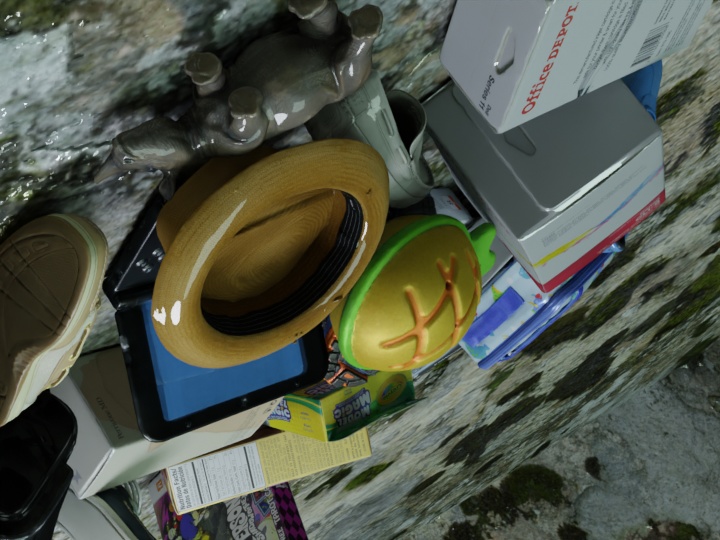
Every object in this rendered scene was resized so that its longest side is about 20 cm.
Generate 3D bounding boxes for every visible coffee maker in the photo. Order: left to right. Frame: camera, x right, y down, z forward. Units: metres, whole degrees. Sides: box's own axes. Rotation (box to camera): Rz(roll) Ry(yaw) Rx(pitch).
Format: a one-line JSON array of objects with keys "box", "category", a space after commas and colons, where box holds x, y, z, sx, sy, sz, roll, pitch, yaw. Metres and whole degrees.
[{"box": [-0.291, 0.210, 0.990, 0.134, 0.193, 0.201, 7, 138, -16], "category": "coffee maker"}]

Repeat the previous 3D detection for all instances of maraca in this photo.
[{"box": [0.048, 0.016, 1.038, 0.200, 0.107, 0.138, -7, 129, -56], "category": "maraca"}]

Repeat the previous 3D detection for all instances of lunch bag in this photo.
[{"box": [0.179, 0.012, 1.342, 0.161, 0.082, 0.200, -41, 175, -36], "category": "lunch bag"}]

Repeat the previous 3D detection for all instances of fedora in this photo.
[{"box": [-0.071, -0.026, 0.884, 0.200, 0.082, 0.201, -32, 145, -26], "category": "fedora"}]

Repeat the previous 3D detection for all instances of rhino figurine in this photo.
[{"box": [-0.076, -0.102, 0.798, 0.199, 0.060, 0.087, -31, 170, -2], "category": "rhino figurine"}]

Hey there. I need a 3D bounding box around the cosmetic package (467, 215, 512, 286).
[{"box": [0.095, 0.005, 1.280, 0.200, 0.052, 0.151, -45, 175, -13], "category": "cosmetic package"}]

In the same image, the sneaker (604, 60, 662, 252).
[{"box": [0.255, -0.112, 1.220, 0.066, 0.078, 0.201, 23, 89, -49], "category": "sneaker"}]

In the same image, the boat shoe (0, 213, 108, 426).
[{"box": [-0.213, 0.026, 0.875, 0.066, 0.074, 0.200, -34, 169, -49], "category": "boat shoe"}]

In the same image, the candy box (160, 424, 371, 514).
[{"box": [-0.101, 0.170, 1.290, 0.199, 0.057, 0.117, -14, -165, -13], "category": "candy box"}]

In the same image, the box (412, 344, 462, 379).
[{"box": [0.076, 0.072, 1.526, 0.199, 0.050, 0.158, -31, 161, -12], "category": "box"}]

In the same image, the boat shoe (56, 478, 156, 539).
[{"box": [-0.223, 0.207, 1.113, 0.062, 0.199, 0.075, -13, 118, -46], "category": "boat shoe"}]

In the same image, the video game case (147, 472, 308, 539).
[{"box": [-0.143, 0.264, 1.383, 0.036, 0.201, 0.181, 16, 130, -43], "category": "video game case"}]

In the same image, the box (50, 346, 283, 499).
[{"box": [-0.171, 0.113, 1.119, 0.199, 0.095, 0.078, -16, 153, -48], "category": "box"}]

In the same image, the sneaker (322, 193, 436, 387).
[{"box": [0.000, 0.000, 1.116, 0.075, 0.079, 0.201, 9, 117, -33], "category": "sneaker"}]

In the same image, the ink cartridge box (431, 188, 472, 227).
[{"box": [-0.004, -0.006, 1.189, 0.162, 0.050, 0.200, -46, 162, 29], "category": "ink cartridge box"}]

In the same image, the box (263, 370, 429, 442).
[{"box": [-0.038, 0.114, 1.251, 0.117, 0.049, 0.199, -21, -160, -37], "category": "box"}]

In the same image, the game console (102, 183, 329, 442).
[{"box": [-0.082, 0.016, 0.995, 0.199, 0.117, 0.176, -17, 155, -45], "category": "game console"}]

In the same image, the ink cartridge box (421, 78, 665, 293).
[{"box": [0.158, -0.095, 1.096, 0.144, 0.146, 0.200, -37, 162, 4], "category": "ink cartridge box"}]

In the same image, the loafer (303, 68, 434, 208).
[{"box": [0.022, -0.097, 0.969, 0.070, 0.070, 0.200, -32, 162, 12], "category": "loafer"}]

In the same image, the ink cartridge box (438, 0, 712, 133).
[{"box": [0.167, -0.202, 0.935, 0.199, 0.083, 0.147, -26, 156, -26], "category": "ink cartridge box"}]
